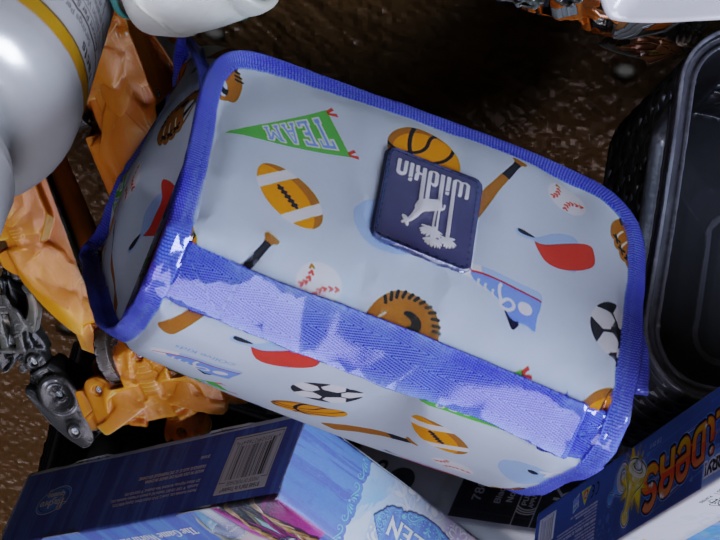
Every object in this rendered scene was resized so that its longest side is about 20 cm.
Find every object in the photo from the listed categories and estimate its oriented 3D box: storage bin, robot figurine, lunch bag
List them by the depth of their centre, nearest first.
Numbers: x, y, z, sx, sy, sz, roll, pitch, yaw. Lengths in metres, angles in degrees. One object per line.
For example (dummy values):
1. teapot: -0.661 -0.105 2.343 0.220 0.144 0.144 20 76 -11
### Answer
1. lunch bag: 0.000 0.000 0.839 0.170 0.200 0.124 21 99 -11
2. storage bin: 0.190 0.007 0.872 0.200 0.135 0.094 12 165 -7
3. robot figurine: -0.096 -0.020 0.974 0.145 0.058 0.200 -10 111 25

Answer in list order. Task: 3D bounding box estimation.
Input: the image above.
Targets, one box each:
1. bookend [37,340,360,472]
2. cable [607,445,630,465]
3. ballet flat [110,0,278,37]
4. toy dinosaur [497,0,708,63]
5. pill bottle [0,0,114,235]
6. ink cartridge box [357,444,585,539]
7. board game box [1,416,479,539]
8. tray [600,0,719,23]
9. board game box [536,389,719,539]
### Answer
1. bookend: -0.019 0.045 1.068 0.199 0.092 0.200 19 140 -10
2. cable: 0.200 0.058 1.004 0.200 0.069 0.200 5 127 -21
3. ballet flat: -0.059 -0.172 0.799 0.069 0.069 0.200 0 118 13
4. toy dinosaur: 0.034 -0.135 0.840 0.200 0.102 0.136 8 161 -8
5. pill bottle: -0.143 -0.093 0.840 0.113 0.200 0.113 6 141 5
6. ink cartridge box: 0.061 0.119 1.013 0.200 0.039 0.099 4 144 30
7. board game box: -0.019 0.140 1.014 0.199 0.043 0.200 37 149 -27
8. tray: 0.162 -0.129 0.735 0.200 0.022 0.107 -1 132 22
9. board game box: 0.156 0.088 0.822 0.135 0.034 0.200 14 156 -12
